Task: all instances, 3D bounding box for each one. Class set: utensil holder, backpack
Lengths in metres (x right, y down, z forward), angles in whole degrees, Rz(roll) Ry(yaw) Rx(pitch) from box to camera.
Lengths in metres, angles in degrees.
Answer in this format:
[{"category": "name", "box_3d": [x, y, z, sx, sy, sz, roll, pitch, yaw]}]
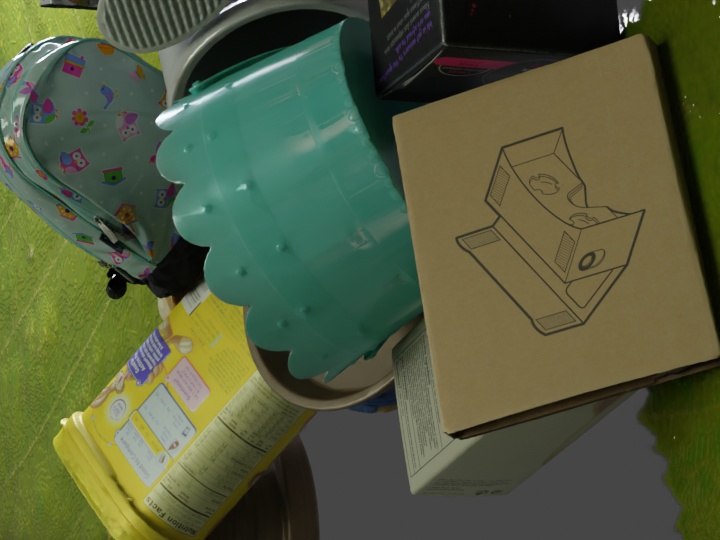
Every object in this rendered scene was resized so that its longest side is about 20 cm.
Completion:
[{"category": "utensil holder", "box_3d": [-0.072, -0.193, 1.821, 0.171, 0.169, 0.201, 114, 149, -42]}, {"category": "backpack", "box_3d": [-0.182, -0.092, 1.876, 0.126, 0.199, 0.168, -13, 47, 61]}]

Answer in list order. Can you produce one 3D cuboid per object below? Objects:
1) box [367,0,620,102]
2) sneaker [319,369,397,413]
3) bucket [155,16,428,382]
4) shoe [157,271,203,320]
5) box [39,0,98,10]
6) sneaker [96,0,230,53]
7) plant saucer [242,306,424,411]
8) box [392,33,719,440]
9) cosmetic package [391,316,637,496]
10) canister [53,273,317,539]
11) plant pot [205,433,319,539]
[{"category": "box", "box_3d": [0.074, -0.209, 1.530, 0.106, 0.121, 0.202, 149, 119, -63]}, {"category": "sneaker", "box_3d": [-0.014, 0.015, 1.785, 0.200, 0.075, 0.089, -118, 34, -48]}, {"category": "bucket", "box_3d": [-0.016, -0.049, 1.592, 0.134, 0.207, 0.208, -29, 54, 19]}, {"category": "shoe", "box_3d": [-0.141, -0.054, 1.989, 0.053, 0.069, 0.202, 161, 110, -66]}, {"category": "box", "box_3d": [-0.145, -0.250, 1.952, 0.035, 0.198, 0.111, -172, 84, -67]}, {"category": "sneaker", "box_3d": [-0.100, -0.236, 1.719, 0.200, 0.073, 0.115, -44, 22, 17]}, {"category": "plant saucer", "box_3d": [0.000, 0.000, 1.720, 0.199, 0.029, 0.202, -20, 59, 37]}, {"category": "box", "box_3d": [0.108, -0.020, 1.434, 0.162, 0.021, 0.201, -17, 65, 19]}, {"category": "cosmetic package", "box_3d": [0.092, 0.057, 1.536, 0.200, 0.071, 0.106, 135, 133, -58]}, {"category": "canister", "box_3d": [-0.117, 0.103, 1.888, 0.200, 0.086, 0.149, -48, 52, 10]}, {"category": "plant pot", "box_3d": [-0.109, 0.211, 1.981, 0.201, 0.092, 0.203, -179, 90, -68]}]
